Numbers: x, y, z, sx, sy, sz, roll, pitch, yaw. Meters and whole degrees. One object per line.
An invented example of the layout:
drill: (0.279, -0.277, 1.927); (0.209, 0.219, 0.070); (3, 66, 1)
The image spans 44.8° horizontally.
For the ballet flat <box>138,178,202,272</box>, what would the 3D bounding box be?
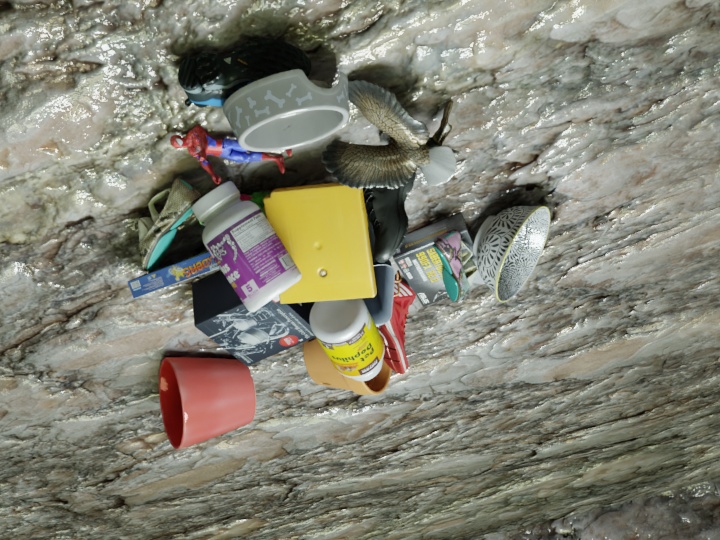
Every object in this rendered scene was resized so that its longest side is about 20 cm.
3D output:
ballet flat: (-0.345, -0.086, 1.525); (0.075, 0.068, 0.200); (44, 124, 3)

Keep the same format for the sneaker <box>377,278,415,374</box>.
sneaker: (0.086, 0.109, 1.834); (0.115, 0.078, 0.203); (-31, 115, -28)

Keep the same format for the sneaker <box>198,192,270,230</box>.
sneaker: (-0.190, -0.089, 1.555); (0.196, 0.077, 0.085); (7, 133, -8)

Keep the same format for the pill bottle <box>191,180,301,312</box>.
pill bottle: (-0.193, -0.042, 1.452); (0.111, 0.201, 0.112); (-34, -178, 1)

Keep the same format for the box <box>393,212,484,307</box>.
box: (0.165, -0.017, 1.780); (0.156, 0.049, 0.201); (-20, 143, 11)

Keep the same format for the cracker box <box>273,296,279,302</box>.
cracker box: (-0.096, -0.047, 1.589); (0.198, 0.135, 0.058); (-26, 141, 17)

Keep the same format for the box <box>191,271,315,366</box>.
box: (-0.207, 0.080, 1.751); (0.180, 0.105, 0.200); (-23, 142, 16)

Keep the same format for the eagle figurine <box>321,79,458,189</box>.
eagle figurine: (0.051, -0.209, 1.429); (0.197, 0.154, 0.150); (7, 161, -32)

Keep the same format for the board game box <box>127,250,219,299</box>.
board game box: (-0.309, -0.007, 1.597); (0.197, 0.035, 0.135); (-19, -174, 10)

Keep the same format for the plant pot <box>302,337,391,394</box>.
plant pot: (-0.032, 0.167, 1.865); (0.138, 0.203, 0.200); (-8, 148, 25)

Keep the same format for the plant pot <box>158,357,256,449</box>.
plant pot: (-0.333, 0.280, 1.920); (0.175, 0.202, 0.201); (-5, 145, -27)

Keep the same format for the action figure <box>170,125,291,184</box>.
action figure: (-0.210, -0.179, 1.416); (0.197, 0.100, 0.066); (8, 139, -21)

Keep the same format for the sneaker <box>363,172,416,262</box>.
sneaker: (0.037, -0.111, 1.509); (0.090, 0.203, 0.076); (17, 155, -22)

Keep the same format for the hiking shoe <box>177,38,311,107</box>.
hiking shoe: (-0.172, -0.292, 1.310); (0.196, 0.076, 0.087); (-6, 163, -4)

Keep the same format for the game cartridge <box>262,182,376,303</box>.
game cartridge: (-0.069, -0.046, 1.497); (0.173, 0.032, 0.203); (-4, 107, 12)

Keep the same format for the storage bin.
storage bin: (0.000, 0.000, 1.681); (0.143, 0.136, 0.201); (-8, 145, -6)

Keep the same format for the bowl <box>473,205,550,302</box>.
bowl: (0.280, -0.049, 1.705); (0.200, 0.093, 0.203); (-41, 146, -36)

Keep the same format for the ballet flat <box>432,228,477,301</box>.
ballet flat: (0.191, -0.010, 1.710); (0.071, 0.069, 0.201); (-32, 143, -7)

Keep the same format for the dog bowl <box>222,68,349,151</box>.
dog bowl: (-0.107, -0.237, 1.323); (0.197, 0.060, 0.200); (-15, 172, -2)

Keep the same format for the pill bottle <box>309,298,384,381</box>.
pill bottle: (-0.018, 0.128, 1.639); (0.108, 0.111, 0.201); (-17, 144, 7)
